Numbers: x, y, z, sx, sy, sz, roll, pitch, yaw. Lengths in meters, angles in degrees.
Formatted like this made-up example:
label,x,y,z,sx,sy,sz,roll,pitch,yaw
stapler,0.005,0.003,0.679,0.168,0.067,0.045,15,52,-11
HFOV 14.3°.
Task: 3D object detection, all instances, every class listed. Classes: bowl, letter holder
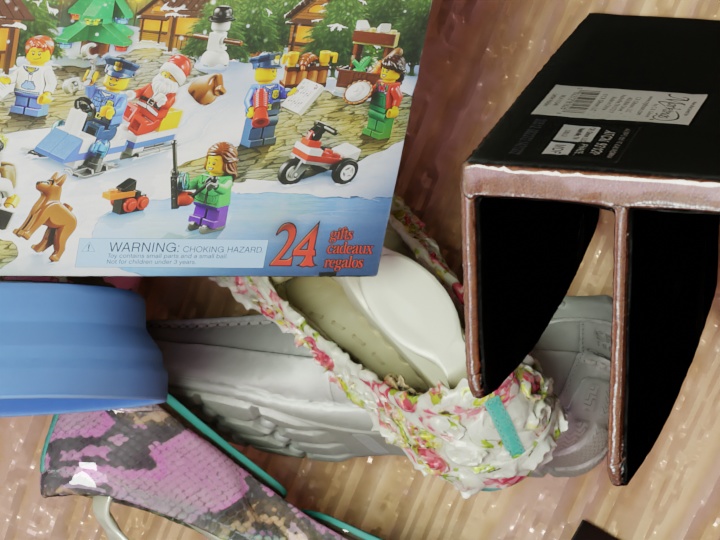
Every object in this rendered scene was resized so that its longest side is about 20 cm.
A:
label,x,y,z,sx,sy,sz,roll,pitch,yaw
bowl,-0.164,0.029,0.949,0.200,0.201,0.039,-4,86,17
letter holder,0.103,0.007,0.952,0.100,0.200,0.142,4,109,14

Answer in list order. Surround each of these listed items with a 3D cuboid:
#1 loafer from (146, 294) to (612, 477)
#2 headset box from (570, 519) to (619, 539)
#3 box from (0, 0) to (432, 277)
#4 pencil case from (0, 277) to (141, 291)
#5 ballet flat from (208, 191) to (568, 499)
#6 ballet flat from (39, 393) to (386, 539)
label,x,y,z,sx,sy,sz,roll,pitch,yaw
loafer,0.003,0.033,1.069,0.200,0.070,0.070,5,70,21
headset box,0.132,0.212,1.078,0.200,0.077,0.149,30,113,6
box,-0.079,-0.066,0.887,0.200,0.038,0.137,0,117,-24
pencil case,-0.108,-0.049,1.059,0.086,0.083,0.200,15,114,-20
ballet flat,0.000,0.000,1.008,0.076,0.064,0.200,-40,54,-14
ballet flat,-0.036,0.108,1.069,0.200,0.069,0.071,33,77,-20
